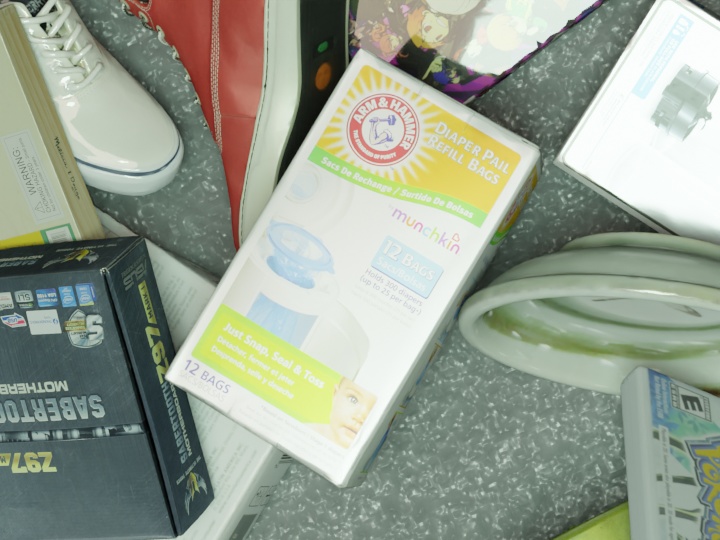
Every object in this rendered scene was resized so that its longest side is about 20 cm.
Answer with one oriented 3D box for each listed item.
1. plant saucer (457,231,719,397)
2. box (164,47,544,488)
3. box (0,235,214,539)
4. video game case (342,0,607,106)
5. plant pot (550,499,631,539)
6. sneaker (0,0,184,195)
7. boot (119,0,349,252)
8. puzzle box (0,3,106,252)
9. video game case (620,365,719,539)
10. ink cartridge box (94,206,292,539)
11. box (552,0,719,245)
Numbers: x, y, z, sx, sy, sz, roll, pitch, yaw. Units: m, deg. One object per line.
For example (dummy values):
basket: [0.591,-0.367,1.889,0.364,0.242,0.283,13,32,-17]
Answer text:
plant saucer: [0.152,0.020,1.371,0.200,0.200,0.050,6,73,7]
box: [0.000,0.000,1.380,0.112,0.101,0.200,31,89,6]
box: [-0.191,0.069,1.432,0.200,0.051,0.158,-4,112,26]
video game case: [0.043,-0.202,1.440,0.181,0.036,0.200,-36,90,10]
plant pot: [0.165,0.219,1.397,0.200,0.200,0.193,-28,80,9]
sneaker: [-0.175,-0.120,1.438,0.200,0.071,0.073,40,60,9]
boot: [-0.081,-0.106,1.457,0.144,0.072,0.200,17,115,30]
puzzle box: [-0.210,-0.034,1.444,0.133,0.025,0.200,-13,105,27]
video game case: [0.217,0.156,1.351,0.182,0.200,0.022,22,131,-20]
ink cartridge box: [-0.129,0.066,1.491,0.200,0.047,0.160,34,99,20]
box: [0.217,-0.053,1.419,0.200,0.060,0.117,34,99,3]
